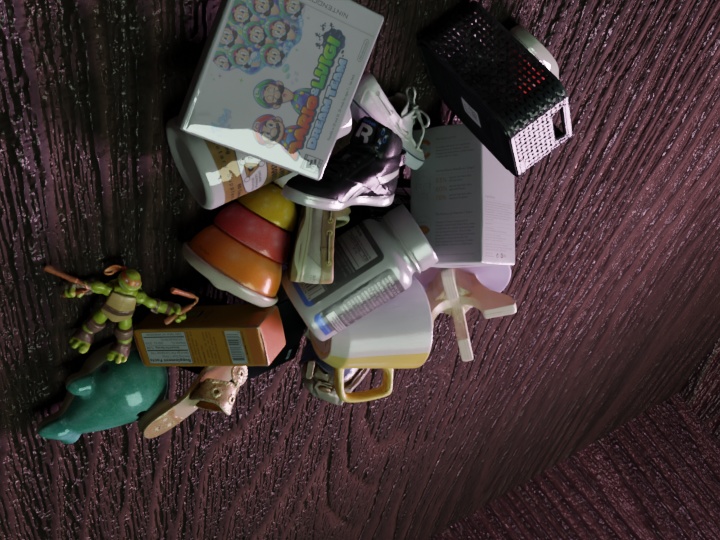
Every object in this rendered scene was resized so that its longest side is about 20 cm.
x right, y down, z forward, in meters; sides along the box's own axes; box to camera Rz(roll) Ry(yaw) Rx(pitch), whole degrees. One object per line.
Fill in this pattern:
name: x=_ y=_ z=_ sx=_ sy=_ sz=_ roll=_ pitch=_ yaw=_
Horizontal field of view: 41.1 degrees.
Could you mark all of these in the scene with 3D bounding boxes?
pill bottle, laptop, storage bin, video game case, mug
pill bottle: x=-0.116 y=-0.162 z=1.133 sx=0.200 sy=0.114 sz=0.114 roll=-28 pitch=151 yaw=-18
laptop: x=-0.188 y=0.079 z=1.435 sx=0.103 sy=0.200 sz=0.177 roll=-69 pitch=180 yaw=-45
pill bottle: x=0.000 y=0.000 z=1.333 sx=0.200 sy=0.114 sz=0.114 roll=-32 pitch=152 yaw=1
storage bin: x=0.176 y=-0.237 z=1.263 sx=0.094 sy=0.200 sz=0.135 roll=-36 pitch=152 yaw=-2
video game case: x=-0.084 y=-0.218 z=1.045 sx=0.182 sy=0.024 sz=0.200 roll=17 pitch=99 yaw=-34
mug: x=0.011 y=0.101 z=1.448 sx=0.153 sy=0.187 sz=0.149 roll=-7 pitch=172 yaw=-26

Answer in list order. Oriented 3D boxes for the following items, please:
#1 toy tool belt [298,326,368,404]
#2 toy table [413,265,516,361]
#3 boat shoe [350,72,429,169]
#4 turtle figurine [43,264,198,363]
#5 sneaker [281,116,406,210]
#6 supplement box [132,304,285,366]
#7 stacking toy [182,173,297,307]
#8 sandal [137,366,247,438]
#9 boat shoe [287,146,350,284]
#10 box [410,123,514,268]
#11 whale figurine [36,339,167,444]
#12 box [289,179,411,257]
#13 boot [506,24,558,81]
toy tool belt: x=-0.034 y=0.107 z=1.559 sx=0.123 sy=0.125 sz=0.200 roll=67 pitch=42 yaw=-57
toy table: x=0.149 y=0.044 z=1.556 sx=0.200 sy=0.117 sz=0.184 roll=-21 pitch=125 yaw=15
boat shoe: x=0.050 y=-0.211 z=1.307 sx=0.086 sy=0.075 sz=0.202 roll=-45 pitch=142 yaw=9
turtle figurine: x=-0.327 y=0.045 z=1.258 sx=0.200 sy=0.064 sz=0.161 roll=12 pitch=132 yaw=-28
sneaker: x=-0.018 y=-0.139 z=1.201 sx=0.200 sy=0.073 sz=0.112 roll=-9 pitch=119 yaw=-54
supplement box: x=-0.209 y=0.090 z=1.324 sx=0.067 sy=0.200 sz=0.069 roll=-53 pitch=138 yaw=-58
stacking toy: x=-0.129 y=-0.065 z=1.278 sx=0.200 sy=0.146 sz=0.146 roll=-57 pitch=150 yaw=5
sandal: x=-0.214 y=0.187 z=1.374 sx=0.212 sy=0.070 sz=0.078 roll=-37 pitch=153 yaw=-4
boat shoe: x=-0.047 y=-0.074 z=1.284 sx=0.066 sy=0.200 sz=0.074 roll=14 pitch=165 yaw=-7
box: x=0.149 y=-0.106 z=1.402 sx=0.124 sy=0.200 sz=0.097 roll=-1 pitch=177 yaw=38
whale figurine: x=-0.366 y=0.192 z=1.386 sx=0.200 sy=0.104 sz=0.159 roll=-40 pitch=153 yaw=1
box: x=0.014 y=-0.055 z=1.473 sx=0.200 sy=0.086 sz=0.164 roll=1 pitch=135 yaw=-49
boot: x=0.216 y=-0.266 z=1.412 sx=0.144 sy=0.072 sz=0.200 roll=-39 pitch=156 yaw=5
